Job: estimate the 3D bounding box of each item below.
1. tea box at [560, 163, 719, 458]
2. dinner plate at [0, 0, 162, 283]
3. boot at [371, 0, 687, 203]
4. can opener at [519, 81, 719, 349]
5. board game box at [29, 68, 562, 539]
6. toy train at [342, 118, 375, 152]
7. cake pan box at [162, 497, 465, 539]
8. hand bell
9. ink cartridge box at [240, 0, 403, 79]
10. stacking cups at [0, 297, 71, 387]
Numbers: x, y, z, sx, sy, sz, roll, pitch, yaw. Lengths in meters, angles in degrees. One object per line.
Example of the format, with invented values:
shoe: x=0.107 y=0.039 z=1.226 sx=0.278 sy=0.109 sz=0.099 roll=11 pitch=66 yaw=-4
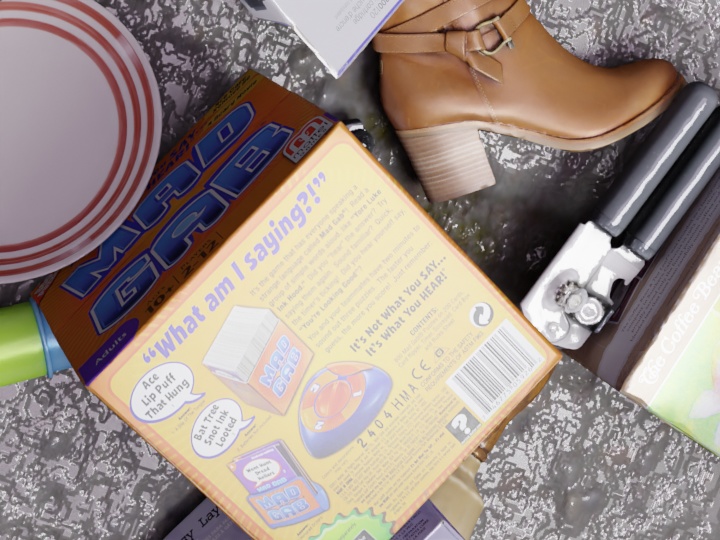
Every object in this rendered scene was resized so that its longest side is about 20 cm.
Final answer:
tea box: x=0.277 y=0.030 z=1.369 sx=0.196 sy=0.134 sz=0.201 roll=31 pitch=93 yaw=-16
dinner plate: x=-0.220 y=-0.084 z=1.249 sx=0.199 sy=0.024 sz=0.201 roll=0 pitch=71 yaw=0
boot: x=0.105 y=-0.148 z=1.334 sx=0.199 sy=0.077 sz=0.156 roll=-19 pitch=100 yaw=-2
can opener: x=0.174 y=-0.036 z=1.338 sx=0.053 sy=0.067 sz=0.200 roll=34 pitch=101 yaw=-14
board game box: x=-0.044 y=0.032 z=1.212 sx=0.200 sy=0.200 sz=0.200 roll=-46 pitch=113 yaw=-2
toy train: x=0.000 y=0.000 z=1.350 sx=0.046 sy=0.034 sz=0.201 roll=-12 pitch=103 yaw=-8
cake pan box: x=-0.045 y=0.193 z=1.297 sx=0.200 sy=0.184 sz=0.052 roll=-43 pitch=124 yaw=0
hand bell: x=0.079 y=0.115 z=1.378 sx=0.104 sy=0.104 sz=0.200 roll=37 pitch=78 yaw=-17
ink cartridge box: x=-0.024 y=-0.256 z=1.255 sx=0.198 sy=0.043 sz=0.200 roll=-50 pitch=117 yaw=-19
stacking cups: x=-0.186 y=0.037 z=1.299 sx=0.199 sy=0.061 sz=0.061 roll=-14 pitch=104 yaw=-10
